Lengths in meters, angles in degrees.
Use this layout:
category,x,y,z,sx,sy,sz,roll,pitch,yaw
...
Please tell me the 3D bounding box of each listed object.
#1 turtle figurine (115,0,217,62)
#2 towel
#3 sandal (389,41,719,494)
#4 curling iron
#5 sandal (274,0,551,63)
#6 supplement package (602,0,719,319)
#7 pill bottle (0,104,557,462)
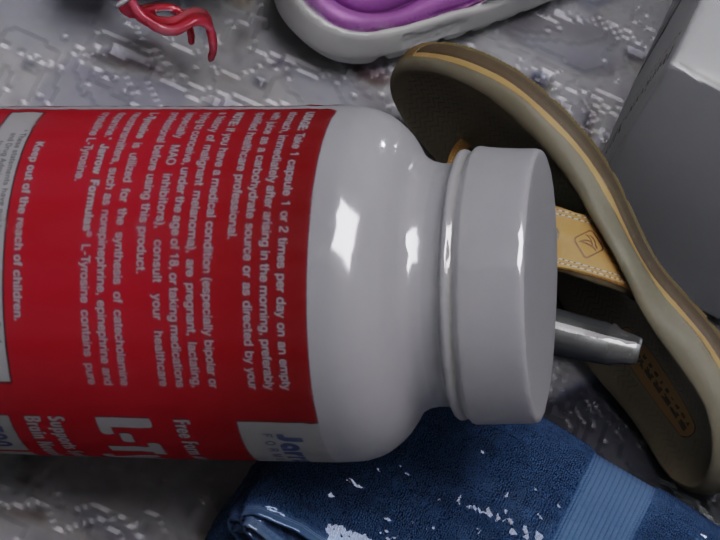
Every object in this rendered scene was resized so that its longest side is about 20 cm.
category,x,y,z,sx,sy,sz,roll,pitch,yaw
turtle figurine,-0.060,-0.165,0.952,0.150,0.101,0.200,37,60,14
towel,0.057,0.101,0.855,0.200,0.049,0.112,31,54,3
sandal,0.067,0.001,0.909,0.054,0.080,0.200,-29,75,-21
curling iron,0.000,0.000,0.879,0.199,0.026,0.050,14,29,10
sandal,0.053,-0.141,1.005,0.082,0.050,0.202,45,56,11
supplement package,0.177,-0.086,0.970,0.117,0.117,0.200,28,54,0
pill bottle,-0.041,0.004,0.805,0.199,0.112,0.113,1,55,12
